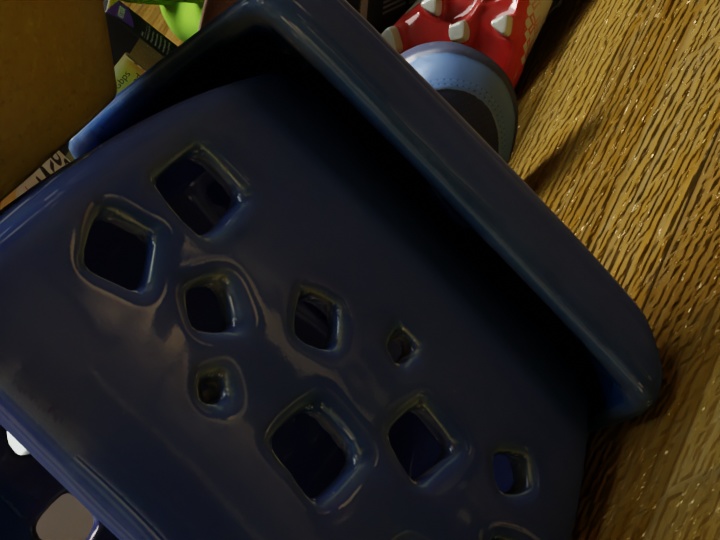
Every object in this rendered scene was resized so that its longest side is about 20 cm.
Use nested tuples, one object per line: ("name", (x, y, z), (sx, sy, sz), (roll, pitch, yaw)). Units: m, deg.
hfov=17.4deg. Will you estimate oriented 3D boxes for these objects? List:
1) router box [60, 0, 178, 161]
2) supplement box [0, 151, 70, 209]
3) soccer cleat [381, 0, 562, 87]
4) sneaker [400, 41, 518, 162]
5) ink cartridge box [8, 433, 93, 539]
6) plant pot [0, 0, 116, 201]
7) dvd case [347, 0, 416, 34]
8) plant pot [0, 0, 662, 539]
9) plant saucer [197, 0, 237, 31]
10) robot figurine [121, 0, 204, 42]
("router box", (-0.134, -0.022, 1.278), (0.200, 0.157, 0.052), (-51, 13, 12))
("supplement box", (-0.141, 0.009, 1.038), (0.073, 0.200, 0.126), (-38, 27, 12))
("soccer cleat", (0.067, -0.131, 1.087), (0.201, 0.068, 0.085), (-64, -22, 11))
("sneaker", (0.000, 0.000, 0.956), (0.201, 0.074, 0.082), (-56, 12, 20))
("ink cartridge box", (-0.152, 0.134, 0.930), (0.083, 0.145, 0.200), (38, 91, 39))
("plant pot", (-0.154, -0.072, 0.681), (0.200, 0.142, 0.200), (-39, 9, 7))
("dvd case", (0.024, -0.193, 1.118), (0.150, 0.025, 0.202), (-34, -49, -59))
("plant pot", (-0.038, 0.040, 0.724), (0.180, 0.200, 0.200), (-52, 12, -26))
("plant saucer", (-0.035, -0.052, 1.086), (0.200, 0.034, 0.202), (177, 90, -70))
("robot figurine", (-0.035, -0.175, 1.293), (0.175, 0.199, 0.117), (4, 92, 61))
